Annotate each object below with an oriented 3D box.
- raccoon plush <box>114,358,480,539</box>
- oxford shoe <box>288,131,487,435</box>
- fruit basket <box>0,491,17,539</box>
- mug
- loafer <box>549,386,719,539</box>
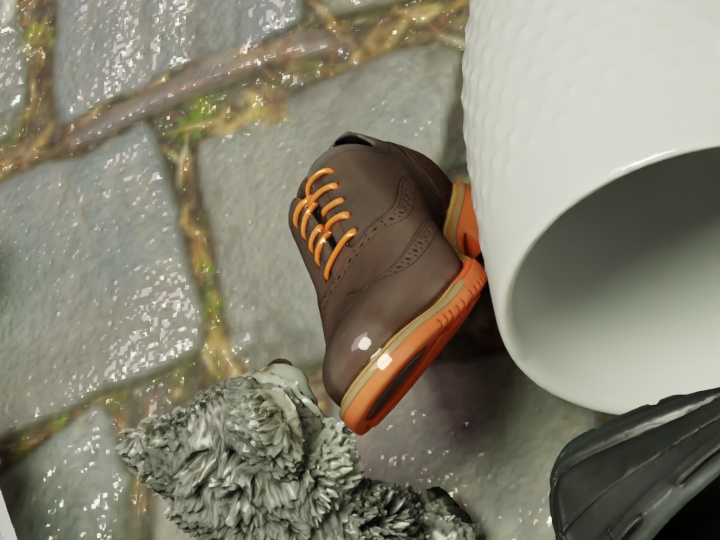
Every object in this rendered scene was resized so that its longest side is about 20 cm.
[{"bbox_3d":[-0.013,0.126,0.840,0.096,0.134,0.201,-30,53,17],"label":"raccoon plush"},{"bbox_3d":[0.000,0.000,0.866,0.071,0.072,0.200,-51,6,15],"label":"oxford shoe"},{"bbox_3d":[-0.184,0.163,0.939,0.201,0.093,0.185,-56,21,5],"label":"fruit basket"},{"bbox_3d":[0.113,-0.078,0.828,0.201,0.147,0.176,110,158,-48],"label":"mug"},{"bbox_3d":[0.151,0.061,0.803,0.200,0.068,0.071,-30,45,28],"label":"loafer"}]
